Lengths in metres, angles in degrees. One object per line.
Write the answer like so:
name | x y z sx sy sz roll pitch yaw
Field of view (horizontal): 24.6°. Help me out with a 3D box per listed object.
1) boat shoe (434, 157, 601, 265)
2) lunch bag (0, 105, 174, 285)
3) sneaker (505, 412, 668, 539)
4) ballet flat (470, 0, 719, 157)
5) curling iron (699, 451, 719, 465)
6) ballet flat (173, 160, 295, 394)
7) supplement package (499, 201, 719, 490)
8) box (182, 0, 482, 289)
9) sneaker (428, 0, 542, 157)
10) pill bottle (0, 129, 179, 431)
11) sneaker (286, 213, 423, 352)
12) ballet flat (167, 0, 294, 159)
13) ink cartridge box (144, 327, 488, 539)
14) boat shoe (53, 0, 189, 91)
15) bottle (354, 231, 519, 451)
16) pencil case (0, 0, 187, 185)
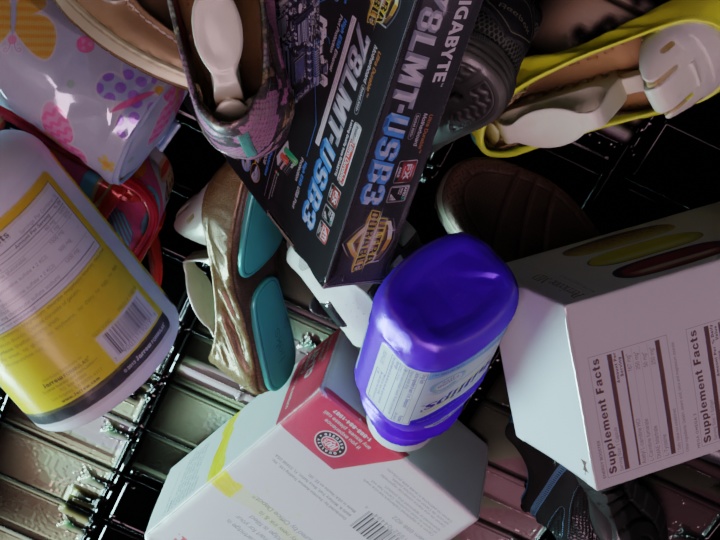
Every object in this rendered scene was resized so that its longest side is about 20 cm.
boat shoe | 0.119 0.002 1.026 0.202 0.075 0.075 36 165 -19
lunch bag | -0.215 -0.019 1.080 0.176 0.082 0.200 29 122 -14
sneaker | 0.159 0.167 1.144 0.082 0.073 0.200 5 124 34
ballet flat | 0.154 -0.108 0.956 0.200 0.067 0.067 -16 118 20
curling iron | 0.272 0.140 1.118 0.200 0.026 0.050 22 121 -3
ballet flat | -0.084 -0.008 1.077 0.072 0.068 0.200 16 130 23
supplement package | 0.191 0.033 0.950 0.200 0.114 0.110 -16 105 -16
box | -0.024 -0.127 0.909 0.050 0.199 0.200 -8 131 -33
sneaker | 0.036 -0.121 0.973 0.076 0.114 0.199 42 148 -16
pill bottle | -0.205 -0.010 0.969 0.112 0.112 0.200 -26 115 24
sneaker | 0.000 0.000 1.058 0.088 0.074 0.200 26 152 35
ballet flat | -0.079 -0.158 0.873 0.069 0.071 0.200 -13 80 -1
ink cartridge box | -0.032 0.155 1.151 0.145 0.083 0.200 41 121 -16
boat shoe | -0.139 -0.174 0.937 0.200 0.074 0.066 39 113 13
bottle | 0.038 0.052 0.971 0.065 0.084 0.200 47 157 15
pencil case | -0.200 -0.133 0.976 0.200 0.091 0.083 33 79 2
